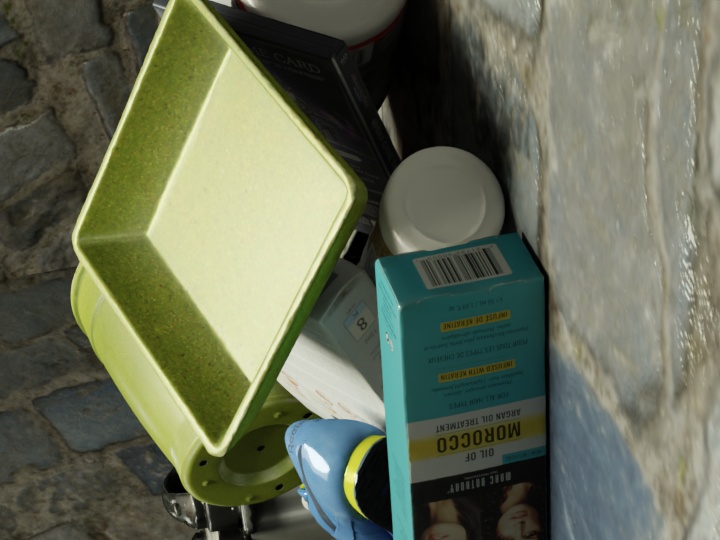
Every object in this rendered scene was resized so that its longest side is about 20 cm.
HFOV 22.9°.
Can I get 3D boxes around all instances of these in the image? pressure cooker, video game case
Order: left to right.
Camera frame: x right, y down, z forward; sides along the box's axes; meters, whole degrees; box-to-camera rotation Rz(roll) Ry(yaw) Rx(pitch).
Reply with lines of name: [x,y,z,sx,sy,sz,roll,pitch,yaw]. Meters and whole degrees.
pressure cooker: [-0.080,0.187,1.595,0.177,0.198,0.180,91,167,-54]
video game case: [-0.038,-0.092,1.125,0.142,0.019,0.201,21,155,32]

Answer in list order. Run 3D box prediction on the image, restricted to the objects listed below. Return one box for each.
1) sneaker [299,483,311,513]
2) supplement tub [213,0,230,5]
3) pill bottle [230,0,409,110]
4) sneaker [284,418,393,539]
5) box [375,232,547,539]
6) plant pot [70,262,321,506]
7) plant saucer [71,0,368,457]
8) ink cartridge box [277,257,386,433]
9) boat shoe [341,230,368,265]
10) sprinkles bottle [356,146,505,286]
sneaker: [0.019,0.191,1.300,0.200,0.071,0.084,10,123,65]
supplement tub: [-0.084,-0.282,1.265,0.201,0.143,0.146,92,165,-51]
pill bottle: [-0.030,-0.155,1.164,0.200,0.113,0.115,104,155,-69]
sneaker: [0.011,0.159,1.158,0.078,0.066,0.201,15,150,36]
box: [0.057,0.082,0.975,0.049,0.081,0.202,-115,17,-56]
plant pot: [-0.106,0.071,1.385,0.201,0.199,0.194,90,159,-50]
plant saucer: [-0.076,-0.030,1.036,0.200,0.048,0.201,51,127,34]
ink cartridge box: [-0.019,0.048,1.141,0.159,0.047,0.200,26,160,44]
boat shoe: [0.000,0.000,1.289,0.201,0.070,0.064,93,165,-51]
sprinkles bottle: [0.036,-0.011,1.051,0.200,0.068,0.069,112,147,-74]
